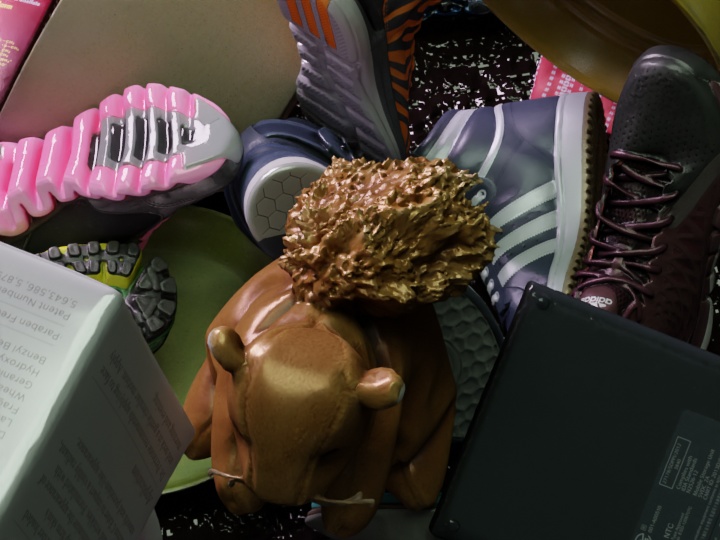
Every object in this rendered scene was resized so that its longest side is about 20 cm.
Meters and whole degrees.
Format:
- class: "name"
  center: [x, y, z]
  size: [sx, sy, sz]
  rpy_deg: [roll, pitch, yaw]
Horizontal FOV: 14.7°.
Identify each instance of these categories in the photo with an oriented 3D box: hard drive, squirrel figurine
- class: "hard drive"
  center: [0.152, 0.106, 1.428]
  size: [0.200, 0.033, 0.140]
  rpy_deg: [22, 91, -3]
- class: "squirrel figurine"
  center: [-0.016, 0.030, 1.359]
  size: [0.141, 0.187, 0.200]
  rpy_deg: [20, 93, 8]

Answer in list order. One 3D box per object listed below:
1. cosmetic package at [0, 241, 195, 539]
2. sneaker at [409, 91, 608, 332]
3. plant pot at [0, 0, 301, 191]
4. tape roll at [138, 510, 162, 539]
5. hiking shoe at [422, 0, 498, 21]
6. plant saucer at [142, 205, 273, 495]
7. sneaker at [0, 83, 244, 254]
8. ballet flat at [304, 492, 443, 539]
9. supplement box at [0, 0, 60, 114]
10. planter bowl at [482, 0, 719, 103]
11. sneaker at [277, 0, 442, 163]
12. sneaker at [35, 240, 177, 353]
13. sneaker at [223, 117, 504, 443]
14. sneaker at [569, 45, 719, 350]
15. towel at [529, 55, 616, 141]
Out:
- class: "cosmetic package"
  center: [-0.204, 0.098, 1.276]
  size: [0.165, 0.165, 0.200]
  rpy_deg: [21, 69, 19]
- class: "sneaker"
  center: [0.078, -0.010, 1.575]
  size: [0.108, 0.070, 0.200]
  rpy_deg: [0, 61, 15]
- class: "plant pot"
  center: [-0.103, -0.120, 1.610]
  size: [0.134, 0.200, 0.200]
  rpy_deg: [32, 60, 0]
- class: "tape roll"
  center: [-0.211, 0.138, 1.428]
  size: [0.202, 0.139, 0.203]
  rpy_deg: [-4, 65, 8]
- class: "hiking shoe"
  center: [0.068, -0.185, 1.697]
  size: [0.200, 0.074, 0.087]
  rpy_deg: [-29, 56, -15]
- class: "plant saucer"
  center: [-0.123, 0.049, 1.571]
  size: [0.200, 0.031, 0.200]
  rpy_deg: [-3, 55, 4]
- class: "sneaker"
  center: [-0.138, -0.037, 1.534]
  size: [0.200, 0.095, 0.079]
  rpy_deg: [-14, 46, 31]
- class: "ballet flat"
  center: [0.072, 0.141, 1.472]
  size: [0.200, 0.067, 0.064]
  rpy_deg: [-7, 84, 3]
- class: "supplement box"
  center: [-0.236, -0.148, 1.705]
  size: [0.109, 0.061, 0.200]
  rpy_deg: [12, 55, 13]
- class: "planter bowl"
  center: [0.142, -0.174, 1.529]
  size: [0.200, 0.200, 0.083]
  rpy_deg: [31, 74, 24]
- class: "sneaker"
  center: [0.022, -0.133, 1.541]
  size: [0.078, 0.200, 0.112]
  rpy_deg: [37, 70, 22]
- class: "sneaker"
  center: [-0.201, 0.031, 1.519]
  size: [0.200, 0.085, 0.078]
  rpy_deg: [4, 64, -3]
- class: "sneaker"
  center: [0.001, -0.002, 1.542]
  size: [0.077, 0.202, 0.146]
  rpy_deg: [-40, 21, 0]
- class: "sneaker"
  center: [0.147, -0.011, 1.474]
  size: [0.076, 0.200, 0.115]
  rpy_deg: [15, 31, 29]
- class: "towel"
  center: [0.194, -0.124, 1.588]
  size: [0.200, 0.145, 0.022]
  rpy_deg: [27, 23, 29]
